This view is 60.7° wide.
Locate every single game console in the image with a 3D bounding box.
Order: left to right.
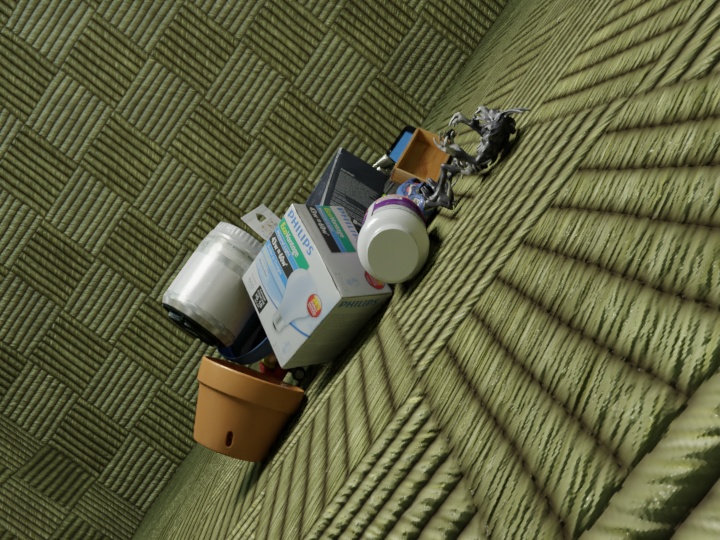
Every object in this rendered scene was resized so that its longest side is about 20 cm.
[{"bbox_3d":[0.140,-0.312,1.666,0.202,0.118,0.172,-56,6,-11],"label":"game console"}]

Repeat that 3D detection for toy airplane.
[{"bbox_3d":[-0.175,0.126,1.296,0.201,0.138,0.203,126,144,-49],"label":"toy airplane"}]

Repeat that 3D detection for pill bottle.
[{"bbox_3d":[0.052,-0.049,0.972,0.113,0.112,0.200,-52,7,15],"label":"pill bottle"}]

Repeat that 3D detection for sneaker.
[{"bbox_3d":[0.118,-0.136,1.191,0.078,0.075,0.201,-42,19,21],"label":"sneaker"}]

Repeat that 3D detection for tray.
[{"bbox_3d":[0.141,-0.243,1.367,0.201,0.097,0.038,-61,-8,-46],"label":"tray"}]

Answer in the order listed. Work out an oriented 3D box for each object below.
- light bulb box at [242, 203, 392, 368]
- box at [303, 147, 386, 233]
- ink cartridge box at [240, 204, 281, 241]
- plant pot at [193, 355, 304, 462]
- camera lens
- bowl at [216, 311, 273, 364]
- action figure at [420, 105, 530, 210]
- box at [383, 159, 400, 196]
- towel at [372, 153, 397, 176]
[{"bbox_3d":[-0.081,0.027,1.064,0.123,0.200,0.201,-2,-38,-45],"label":"light bulb box"},{"bbox_3d":[-0.055,-0.098,1.246,0.201,0.122,0.199,-50,20,43],"label":"box"},{"bbox_3d":[-0.186,-0.062,1.375,0.044,0.173,0.200,-49,5,14],"label":"ink cartridge box"},{"bbox_3d":[-0.214,0.255,1.115,0.200,0.196,0.143,156,133,-77],"label":"plant pot"},{"bbox_3d":[-0.269,0.033,1.182,0.202,0.158,0.160,-58,7,-18],"label":"camera lens"},{"bbox_3d":[-0.203,0.097,1.226,0.198,0.039,0.203,-27,39,24],"label":"bowl"},{"bbox_3d":[0.162,-0.187,0.937,0.201,0.102,0.119,-52,-5,35],"label":"action figure"},{"bbox_3d":[0.085,-0.179,1.474,0.109,0.035,0.201,2,-43,-45],"label":"box"},{"bbox_3d":[0.044,-0.175,1.502,0.199,0.035,0.191,-43,-34,15],"label":"towel"}]
